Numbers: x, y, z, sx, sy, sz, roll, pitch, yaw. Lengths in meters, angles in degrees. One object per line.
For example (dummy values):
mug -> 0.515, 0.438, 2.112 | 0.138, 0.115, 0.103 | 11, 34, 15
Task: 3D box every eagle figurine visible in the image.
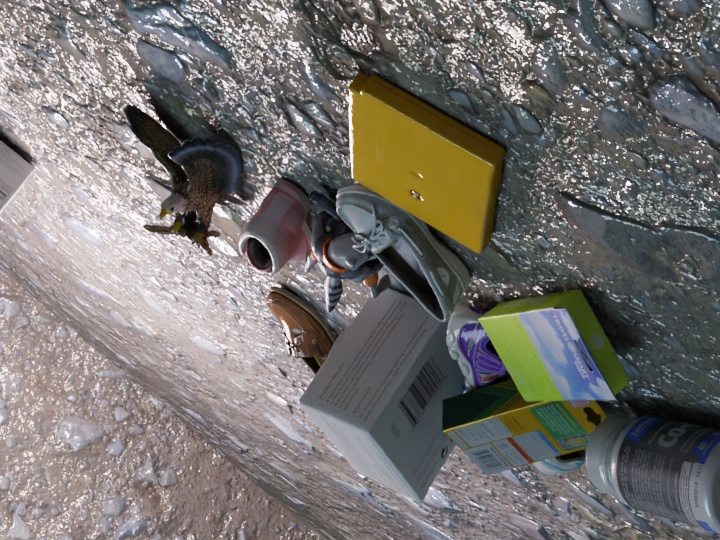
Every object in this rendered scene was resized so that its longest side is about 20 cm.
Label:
eagle figurine -> -0.228, -0.122, 1.809 | 0.150, 0.152, 0.202 | -4, 122, -4

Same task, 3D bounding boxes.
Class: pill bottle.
pill bottle -> 0.365, 0.232, 1.592 | 0.114, 0.114, 0.199 | 46, 158, -30

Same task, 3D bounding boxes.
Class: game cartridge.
game cartridge -> 0.066, -0.112, 1.428 | 0.175, 0.033, 0.201 | 31, 158, 13

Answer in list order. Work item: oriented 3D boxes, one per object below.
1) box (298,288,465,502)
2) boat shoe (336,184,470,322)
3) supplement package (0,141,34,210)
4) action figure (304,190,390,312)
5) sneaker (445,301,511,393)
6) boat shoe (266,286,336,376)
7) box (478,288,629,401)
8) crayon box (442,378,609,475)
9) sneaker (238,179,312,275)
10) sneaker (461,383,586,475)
box -> 0.051, 0.166, 1.843 | 0.130, 0.200, 0.201 | 20, 157, 38
boat shoe -> 0.046, -0.023, 1.592 | 0.202, 0.065, 0.074 | 43, 145, -25
supplement package -> -0.695, -0.189, 2.404 | 0.200, 0.111, 0.155 | 41, 160, -12
action figure -> 0.000, 0.000, 1.698 | 0.199, 0.105, 0.194 | 34, 170, 8
sneaker -> 0.172, 0.117, 1.718 | 0.083, 0.081, 0.200 | 7, 152, 31
boat shoe -> -0.084, 0.109, 2.145 | 0.200, 0.068, 0.072 | 46, 160, -24
box -> 0.222, 0.088, 1.550 | 0.123, 0.047, 0.200 | 59, 158, -7
crayon box -> 0.218, 0.187, 1.722 | 0.198, 0.052, 0.126 | -19, 137, 26
sneaker -> -0.116, -0.036, 1.804 | 0.075, 0.105, 0.201 | 30, 162, 8
sneaker -> 0.223, 0.202, 1.844 | 0.199, 0.077, 0.081 | 35, 153, -16
